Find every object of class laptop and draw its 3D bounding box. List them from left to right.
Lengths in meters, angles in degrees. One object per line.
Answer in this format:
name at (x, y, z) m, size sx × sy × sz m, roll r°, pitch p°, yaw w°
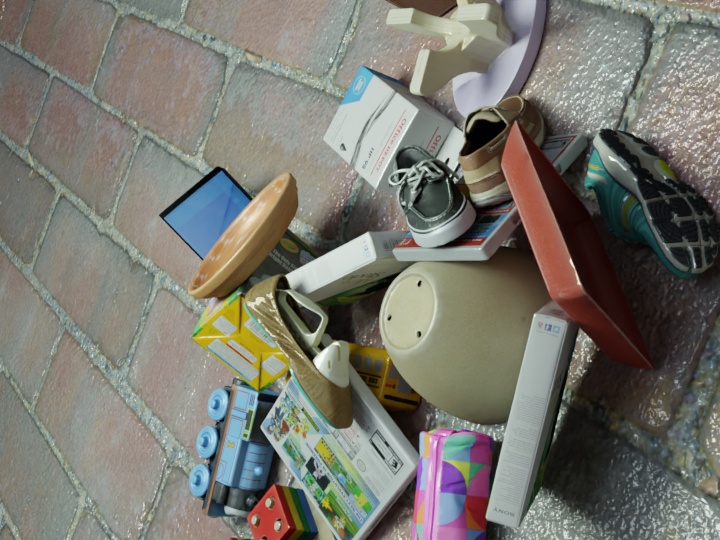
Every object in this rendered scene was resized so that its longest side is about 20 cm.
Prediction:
laptop at (-0.215, -0.021, 1.665) m, size 0.177 × 0.103 × 0.201 m, roll -32°, pitch 54°, yaw 43°

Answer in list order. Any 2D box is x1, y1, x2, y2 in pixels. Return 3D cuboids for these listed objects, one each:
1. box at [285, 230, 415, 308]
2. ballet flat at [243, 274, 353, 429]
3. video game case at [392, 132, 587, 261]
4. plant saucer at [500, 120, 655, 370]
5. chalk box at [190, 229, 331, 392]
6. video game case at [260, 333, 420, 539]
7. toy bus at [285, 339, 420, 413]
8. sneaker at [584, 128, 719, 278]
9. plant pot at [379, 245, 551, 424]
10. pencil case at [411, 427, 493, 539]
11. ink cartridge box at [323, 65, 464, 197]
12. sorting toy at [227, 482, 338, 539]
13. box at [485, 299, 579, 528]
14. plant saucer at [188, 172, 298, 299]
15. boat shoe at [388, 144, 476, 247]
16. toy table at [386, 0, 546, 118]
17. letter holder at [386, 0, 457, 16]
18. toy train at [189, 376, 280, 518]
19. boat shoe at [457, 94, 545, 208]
box at (0.000, 0.000, 1.334) m, size 0.200 × 0.144 × 0.037 m, roll -25°, pitch 76°, yaw 45°
ballet flat at (-0.056, 0.085, 1.270) m, size 0.072 × 0.068 × 0.200 m, roll -44°, pitch 69°, yaw 22°
video game case at (0.140, -0.079, 1.204) m, size 0.143 × 0.017 × 0.200 m, roll 0°, pitch 40°, yaw 52°
plant saucer at (0.200, -0.015, 1.049) m, size 0.037 × 0.200 × 0.200 m, roll -28°, pitch 53°, yaw 19°
chalk box at (-0.115, 0.034, 1.471) m, size 0.124 × 0.124 × 0.200 m, roll -40°, pitch 17°, yaw 37°
video game case at (-0.027, 0.207, 1.326) m, size 0.200 × 0.022 × 0.183 m, roll 51°, pitch 130°, yaw 23°
toy bus at (-0.010, 0.131, 1.376) m, size 0.200 × 0.065 × 0.079 m, roll 5°, pitch 81°, yaw 53°
sneaker at (0.281, -0.057, 1.085) m, size 0.200 × 0.077 × 0.080 m, roll -113°, pitch 32°, yaw -46°
plant pot at (0.100, 0.059, 1.206) m, size 0.200 × 0.134 × 0.201 m, roll -22°, pitch 61°, yaw 47°
pencil case at (0.094, 0.267, 1.178) m, size 0.088 × 0.088 × 0.201 m, roll -12°, pitch 67°, yaw 50°
ink cartridge box at (0.043, -0.169, 1.418) m, size 0.116 × 0.067 × 0.200 m, roll -61°, pitch 38°, yaw 15°
sorting toy at (-0.102, 0.390, 1.395) m, size 0.200 × 0.069 × 0.199 m, roll -52°, pitch 42°, yaw 26°
box at (0.171, 0.130, 1.065) m, size 0.036 × 0.144 × 0.201 m, roll 16°, pitch 101°, yaw 16°
plant saucer at (-0.143, -0.038, 1.417) m, size 0.200 × 0.037 × 0.200 m, roll -45°, pitch 14°, yaw 15°
boat shoe at (0.072, -0.089, 1.201) m, size 0.073 × 0.068 × 0.200 m, roll -28°, pitch 23°, yaw 10°
toy table at (0.129, -0.287, 1.312) m, size 0.183 × 0.117 × 0.201 m, roll -4°, pitch 75°, yaw 52°
letter holder at (0.100, -0.419, 1.375) m, size 0.200 × 0.142 × 0.101 m, roll -28°, pitch 56°, yaw 44°
toy train at (-0.167, 0.247, 1.523) m, size 0.114 × 0.086 × 0.201 m, roll 10°, pitch 85°, yaw 47°
boat shoe at (0.151, -0.148, 1.208) m, size 0.075 × 0.072 × 0.200 m, roll -22°, pitch 25°, yaw 27°
